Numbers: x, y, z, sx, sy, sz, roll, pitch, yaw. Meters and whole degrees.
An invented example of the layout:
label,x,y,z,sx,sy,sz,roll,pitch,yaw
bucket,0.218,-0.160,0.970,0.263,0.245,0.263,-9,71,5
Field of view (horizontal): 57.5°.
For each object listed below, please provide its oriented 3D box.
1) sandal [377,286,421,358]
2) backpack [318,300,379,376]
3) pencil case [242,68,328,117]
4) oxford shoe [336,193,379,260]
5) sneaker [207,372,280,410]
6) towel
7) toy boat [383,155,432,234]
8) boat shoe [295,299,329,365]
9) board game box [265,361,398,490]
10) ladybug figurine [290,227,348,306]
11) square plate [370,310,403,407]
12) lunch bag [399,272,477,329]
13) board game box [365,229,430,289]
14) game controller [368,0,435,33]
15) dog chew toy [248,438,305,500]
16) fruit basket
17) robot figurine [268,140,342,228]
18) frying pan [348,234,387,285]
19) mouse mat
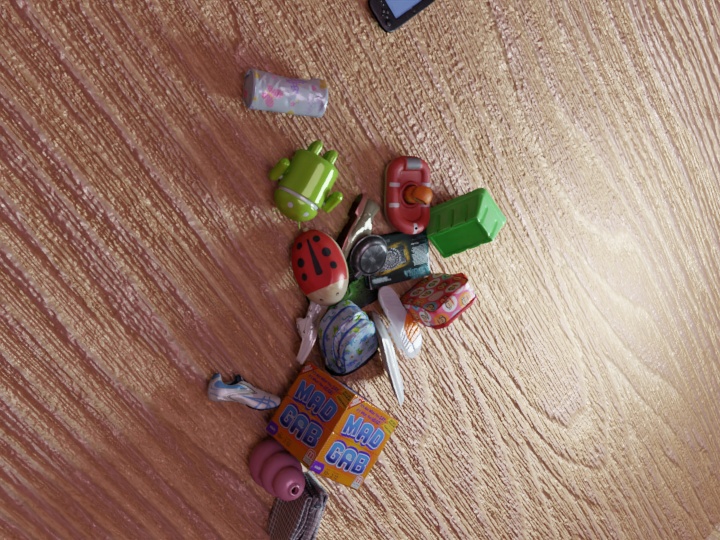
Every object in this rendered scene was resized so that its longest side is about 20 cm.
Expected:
label,x,y,z,sx,sy,sz,roll,pitch,yaw
sandal,0.096,0.137,1.765,0.079,0.059,0.208,-32,99,-37
backpack,-0.030,0.167,1.647,0.162,0.153,0.202,-33,128,-19
pencil case,-0.173,-0.410,1.523,0.198,0.083,0.092,0,106,-28
oxford shoe,-0.009,-0.091,1.675,0.074,0.070,0.202,26,87,-22
sneaker,-0.278,0.299,1.610,0.198,0.072,0.073,20,81,-33
towel,-0.166,0.628,1.678,0.085,0.165,0.202,18,91,-23
toy boat,0.139,-0.194,1.705,0.129,0.130,0.203,-5,101,-27
boat shoe,-0.132,0.136,1.663,0.069,0.071,0.202,20,88,-4
board game box,-0.070,0.388,1.639,0.200,0.199,0.201,40,79,-43
ladybug figurine,-0.104,-0.011,1.606,0.134,0.072,0.202,-25,84,2
square plate,0.073,0.225,1.713,0.028,0.198,0.202,-16,108,-3
lunch bag,0.214,0.068,1.758,0.176,0.200,0.082,-39,110,-16
board game box,0.098,-0.034,1.769,0.198,0.028,0.137,-12,105,-28
game controller,0.109,-0.686,1.647,0.200,0.042,0.105,-41,116,-17
dog chew toy,-0.198,0.497,1.614,0.123,0.199,0.126,-6,103,-26
fruit basket,0.289,-0.145,1.785,0.216,0.215,0.156,-48,118,-12
robot figurine,-0.130,-0.207,1.566,0.174,0.116,0.202,30,86,-20
frying pan,-0.004,-0.014,1.672,0.189,0.031,0.116,-35,129,-14
mouse mat,-0.051,0.045,1.720,0.198,0.008,0.163,-27,111,-21
